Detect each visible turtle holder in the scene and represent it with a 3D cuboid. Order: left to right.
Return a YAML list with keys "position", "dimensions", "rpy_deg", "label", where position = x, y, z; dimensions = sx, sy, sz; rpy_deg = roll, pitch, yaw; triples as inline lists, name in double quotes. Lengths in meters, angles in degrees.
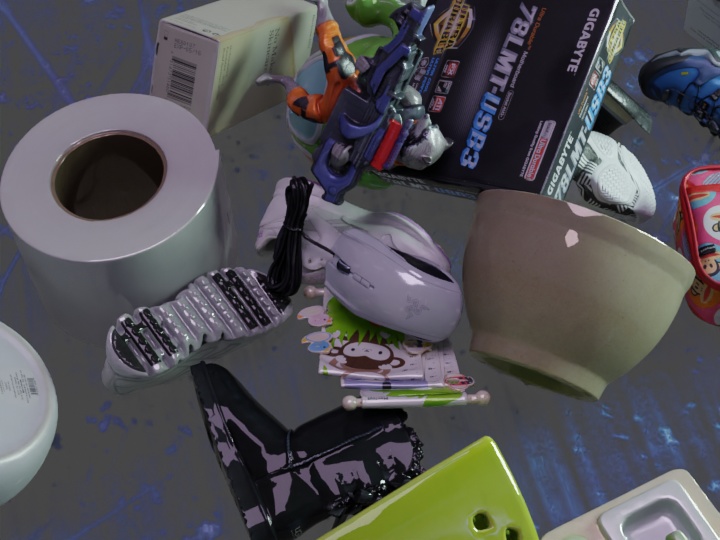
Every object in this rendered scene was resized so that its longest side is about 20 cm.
- position: [-0.004, -0.177, 1.317]
  dimensions: [0.131, 0.187, 0.141]
  rpy_deg: [15, 30, 37]
  label: "turtle holder"

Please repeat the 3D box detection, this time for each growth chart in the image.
- position: [0.021, 0.066, 1.191]
  dimensions: [0.144, 0.018, 0.200]
  rpy_deg: [-4, 32, -10]
  label: "growth chart"

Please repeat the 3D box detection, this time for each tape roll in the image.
- position: [-0.223, -0.047, 1.258]
  dimensions: [0.201, 0.140, 0.204]
  rpy_deg: [-2, 53, 2]
  label: "tape roll"

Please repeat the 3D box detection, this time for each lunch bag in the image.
- position: [0.394, -0.034, 1.244]
  dimensions: [0.199, 0.082, 0.177]
  rpy_deg: [-1, 49, 2]
  label: "lunch bag"

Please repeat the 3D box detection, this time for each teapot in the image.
- position: [-0.363, 0.135, 1.137]
  dimensions: [0.197, 0.146, 0.200]
  rpy_deg: [36, 38, -1]
  label: "teapot"

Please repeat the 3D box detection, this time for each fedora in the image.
- position: [0.195, -0.181, 1.343]
  dimensions: [0.092, 0.200, 0.201]
  rpy_deg: [-48, 57, 13]
  label: "fedora"

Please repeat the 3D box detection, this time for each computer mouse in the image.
- position: [0.000, 0.000, 1.189]
  dimensions: [0.199, 0.110, 0.044]
  rpy_deg: [26, 15, 26]
  label: "computer mouse"

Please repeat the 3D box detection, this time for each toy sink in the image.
- position: [0.209, 0.233, 0.980]
  dimensions: [0.130, 0.200, 0.112]
  rpy_deg: [-24, 56, -13]
  label: "toy sink"

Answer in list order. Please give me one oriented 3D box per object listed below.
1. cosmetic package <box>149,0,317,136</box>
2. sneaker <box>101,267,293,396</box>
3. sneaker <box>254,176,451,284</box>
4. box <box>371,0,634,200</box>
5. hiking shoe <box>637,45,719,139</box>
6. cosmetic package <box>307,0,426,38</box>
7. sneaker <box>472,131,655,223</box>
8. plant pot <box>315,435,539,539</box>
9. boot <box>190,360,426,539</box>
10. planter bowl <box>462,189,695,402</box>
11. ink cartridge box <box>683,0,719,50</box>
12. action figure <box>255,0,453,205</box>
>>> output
- position: [-0.126, -0.213, 1.346]
  dimensions: [0.073, 0.104, 0.200]
  rpy_deg: [22, 29, 19]
  label: "cosmetic package"
- position: [-0.150, 0.057, 1.216]
  dimensions: [0.199, 0.081, 0.075]
  rpy_deg: [-20, 67, -37]
  label: "sneaker"
- position: [-0.009, -0.015, 1.273]
  dimensions: [0.199, 0.075, 0.100]
  rpy_deg: [21, 71, 23]
  label: "sneaker"
- position: [0.122, -0.161, 1.209]
  dimensions: [0.198, 0.050, 0.201]
  rpy_deg: [15, 78, 39]
  label: "box"
- position: [0.372, -0.164, 1.341]
  dimensions: [0.199, 0.075, 0.087]
  rpy_deg: [17, 56, 16]
  label: "hiking shoe"
- position: [0.019, -0.379, 1.471]
  dimensions: [0.166, 0.167, 0.201]
  rpy_deg: [13, 54, 14]
  label: "cosmetic package"
- position: [0.184, -0.088, 1.303]
  dimensions: [0.199, 0.115, 0.075]
  rpy_deg: [26, 52, -20]
  label: "sneaker"
- position: [0.040, 0.259, 0.967]
  dimensions: [0.198, 0.200, 0.182]
  rpy_deg: [-30, 81, -17]
  label: "plant pot"
- position: [-0.044, 0.140, 1.148]
  dimensions: [0.162, 0.074, 0.199]
  rpy_deg: [-21, 58, -11]
  label: "boot"
- position: [0.171, 0.032, 1.155]
  dimensions: [0.199, 0.200, 0.135]
  rpy_deg: [19, 82, 17]
  label: "planter bowl"
- position: [0.425, -0.333, 1.385]
  dimensions: [0.145, 0.200, 0.083]
  rpy_deg: [-31, 57, -18]
  label: "ink cartridge box"
- position: [0.011, -0.169, 1.183]
  dimensions: [0.194, 0.200, 0.104]
  rpy_deg: [46, 31, 17]
  label: "action figure"
